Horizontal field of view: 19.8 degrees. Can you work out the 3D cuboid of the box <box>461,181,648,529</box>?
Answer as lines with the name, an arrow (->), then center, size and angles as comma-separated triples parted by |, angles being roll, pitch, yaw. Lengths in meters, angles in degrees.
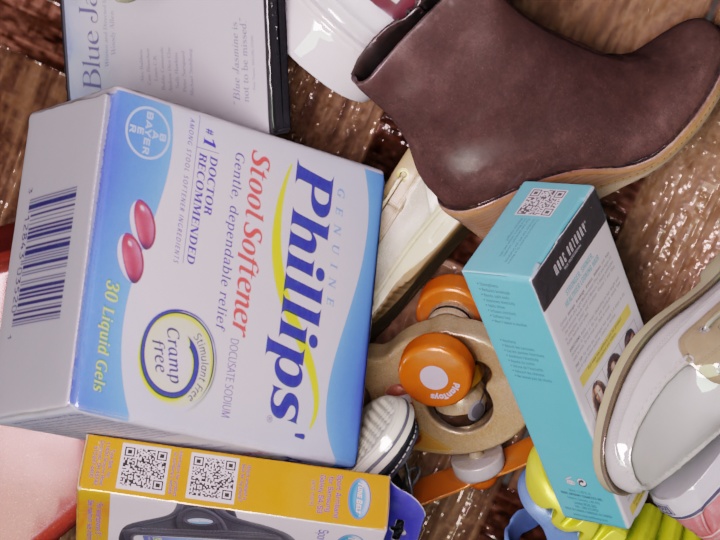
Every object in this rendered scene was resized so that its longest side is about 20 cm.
box -> 0.127, 0.051, 1.204 | 0.049, 0.082, 0.201 | 6, 134, 37

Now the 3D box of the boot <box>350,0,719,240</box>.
boot -> 0.110, -0.117, 1.190 | 0.200, 0.072, 0.167 | -40, 124, 1

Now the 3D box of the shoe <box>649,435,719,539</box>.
shoe -> 0.272, 0.090, 1.266 | 0.091, 0.072, 0.200 | 38, 98, -24

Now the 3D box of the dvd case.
dvd case -> -0.117, -0.163, 1.246 | 0.199, 0.017, 0.144 | 12, 110, 44

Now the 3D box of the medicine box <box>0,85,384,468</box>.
medicine box -> -0.097, 0.012, 1.195 | 0.103, 0.199, 0.184 | -10, 70, 51

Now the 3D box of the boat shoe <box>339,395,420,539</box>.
boat shoe -> 0.005, 0.144, 1.274 | 0.062, 0.075, 0.201 | 24, 140, -1

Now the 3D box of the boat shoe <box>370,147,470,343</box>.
boat shoe -> 0.000, 0.000, 1.299 | 0.066, 0.074, 0.200 | 46, 107, 10

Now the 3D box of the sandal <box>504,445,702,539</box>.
sandal -> 0.169, 0.190, 1.314 | 0.200, 0.080, 0.087 | 42, 131, -2

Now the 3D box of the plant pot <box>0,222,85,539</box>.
plant pot -> -0.213, 0.067, 1.301 | 0.175, 0.200, 0.201 | -25, 99, 7

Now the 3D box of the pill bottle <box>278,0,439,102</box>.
pill bottle -> 0.034, -0.203, 1.208 | 0.114, 0.114, 0.200 | 42, 109, -2

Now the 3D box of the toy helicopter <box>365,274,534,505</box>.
toy helicopter -> 0.033, 0.103, 1.321 | 0.199, 0.079, 0.132 | -34, 112, 31

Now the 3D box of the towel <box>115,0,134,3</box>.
towel -> -0.121, -0.266, 1.209 | 0.148, 0.036, 0.201 | -38, 52, 25

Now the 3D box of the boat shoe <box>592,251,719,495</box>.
boat shoe -> 0.210, 0.053, 1.201 | 0.068, 0.200, 0.075 | 13, 145, 46

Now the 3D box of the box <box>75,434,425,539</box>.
box -> -0.065, 0.152, 1.193 | 0.198, 0.042, 0.119 | 10, 145, -2
